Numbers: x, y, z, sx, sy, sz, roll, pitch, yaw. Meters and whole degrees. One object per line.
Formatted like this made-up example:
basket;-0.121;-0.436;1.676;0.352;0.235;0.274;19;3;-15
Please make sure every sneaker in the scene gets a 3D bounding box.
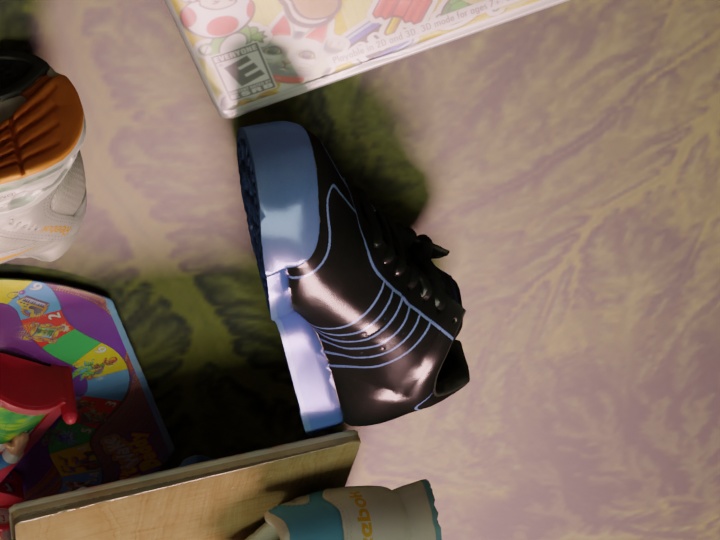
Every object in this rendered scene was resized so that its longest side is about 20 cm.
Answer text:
sneaker;0.000;0.000;0.815;0.078;0.070;0.200;-13;150;-1
sneaker;-0.024;0.154;0.953;0.081;0.077;0.200;-1;148;-17
sneaker;-0.191;-0.010;0.731;0.200;0.076;0.092;-12;146;-4

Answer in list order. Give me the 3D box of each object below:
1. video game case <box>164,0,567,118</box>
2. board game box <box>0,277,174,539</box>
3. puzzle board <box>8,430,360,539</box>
video game case;0.019;-0.144;0.678;0.200;0.023;0.182;-19;142;3
board game box;-0.166;0.081;0.874;0.158;0.039;0.200;-15;143;-1
puzzle board;-0.086;0.124;0.940;0.151;0.017;0.200;-12;158;-13
